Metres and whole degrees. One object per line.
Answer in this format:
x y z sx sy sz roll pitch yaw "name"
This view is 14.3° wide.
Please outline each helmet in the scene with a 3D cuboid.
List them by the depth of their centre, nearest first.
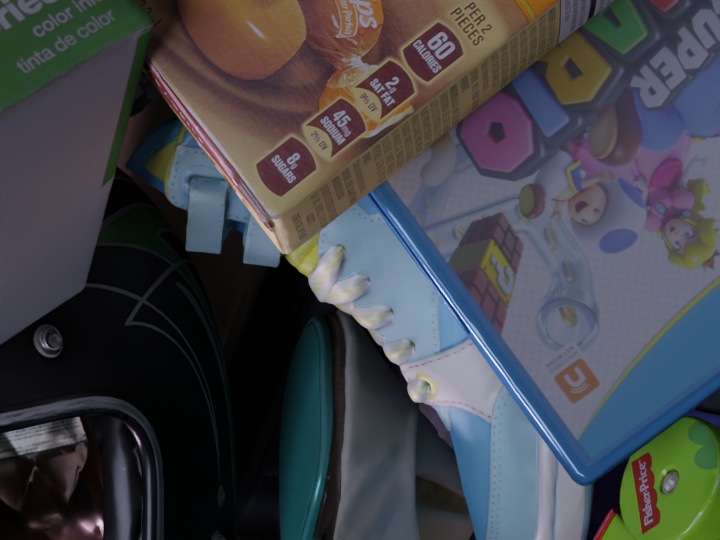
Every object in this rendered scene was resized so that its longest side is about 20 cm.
-0.134 0.042 0.929 0.199 0.200 0.192 2 124 37 "helmet"

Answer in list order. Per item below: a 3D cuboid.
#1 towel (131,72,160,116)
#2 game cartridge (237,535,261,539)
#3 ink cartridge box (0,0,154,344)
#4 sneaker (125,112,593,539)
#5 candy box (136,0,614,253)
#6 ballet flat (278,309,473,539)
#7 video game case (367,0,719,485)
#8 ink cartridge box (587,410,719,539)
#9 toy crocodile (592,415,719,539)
-0.175 -0.081 0.998 0.200 0.031 0.149 -26 115 43 "towel"
-0.065 0.194 1.045 0.133 0.040 0.201 -5 104 42 "game cartridge"
-0.158 -0.080 0.785 0.200 0.084 0.145 48 151 14 "ink cartridge box"
0.000 0.000 0.855 0.130 0.080 0.201 -8 95 -2 "sneaker"
0.022 -0.112 0.771 0.200 0.055 0.116 -38 81 -3 "candy box"
0.007 0.088 0.881 0.069 0.200 0.070 0 123 0 "ballet flat"
0.060 -0.062 0.801 0.200 0.143 0.018 54 175 8 "video game case"
0.128 0.148 0.874 0.199 0.041 0.201 11 113 35 "ink cartridge box"
0.084 0.098 0.831 0.201 0.067 0.062 -58 34 12 "toy crocodile"
